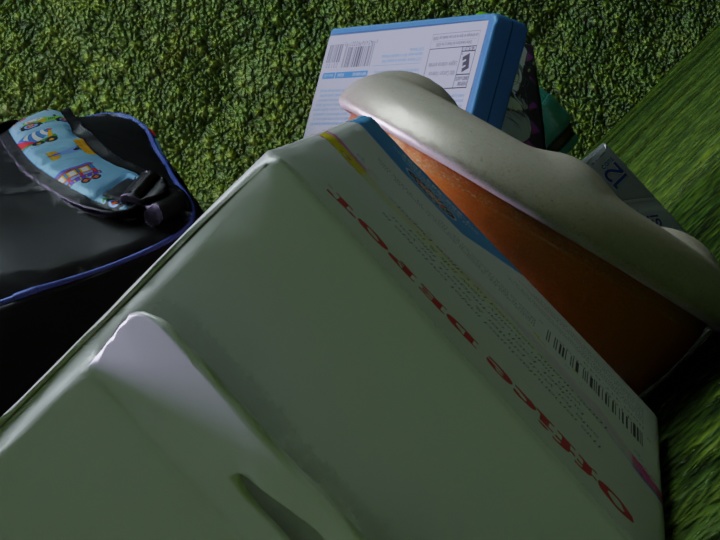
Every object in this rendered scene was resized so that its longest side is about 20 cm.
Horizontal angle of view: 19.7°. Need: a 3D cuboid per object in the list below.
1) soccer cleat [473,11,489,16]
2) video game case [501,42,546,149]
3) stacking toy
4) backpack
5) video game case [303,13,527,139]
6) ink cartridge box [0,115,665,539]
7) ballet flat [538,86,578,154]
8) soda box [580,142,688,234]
[{"bbox_3d":[0.003,-0.050,1.026,0.199,0.067,0.081,-36,29,21],"label":"soccer cleat"},{"bbox_3d":[0.010,0.030,0.841,0.200,0.036,0.183,-43,39,46],"label":"video game case"},{"bbox_3d":[0.015,0.050,0.674,0.201,0.145,0.146,-59,-1,3],"label":"stacking toy"},{"bbox_3d":[-0.152,0.013,0.936,0.181,0.135,0.200,-22,26,-6],"label":"backpack"},{"bbox_3d":[0.000,0.000,0.818,0.143,0.018,0.202,8,82,63],"label":"video game case"},{"bbox_3d":[-0.011,0.053,0.515,0.125,0.129,0.200,-44,-1,10],"label":"ink cartridge box"},{"bbox_3d":[0.015,-0.023,0.965,0.200,0.070,0.067,-46,0,27],"label":"ballet flat"},{"bbox_3d":[0.073,0.017,0.913,0.063,0.068,0.200,-43,0,-23],"label":"soda box"}]
